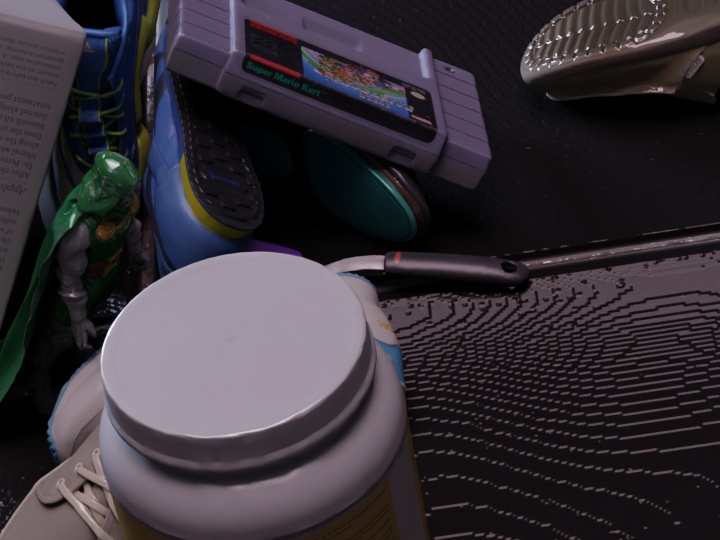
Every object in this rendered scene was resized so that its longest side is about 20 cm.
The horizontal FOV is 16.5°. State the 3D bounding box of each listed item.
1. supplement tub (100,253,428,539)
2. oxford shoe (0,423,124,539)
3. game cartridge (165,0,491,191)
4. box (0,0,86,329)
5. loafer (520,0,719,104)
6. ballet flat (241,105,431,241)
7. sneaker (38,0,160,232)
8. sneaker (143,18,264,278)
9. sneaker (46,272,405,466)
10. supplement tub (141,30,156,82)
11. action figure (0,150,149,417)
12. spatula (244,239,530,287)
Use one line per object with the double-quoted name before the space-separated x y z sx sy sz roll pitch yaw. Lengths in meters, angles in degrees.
"supplement tub" -0.043 0.108 1.178 0.144 0.201 0.146 -6 40 5
"oxford shoe" -0.127 0.113 1.275 0.075 0.058 0.200 43 83 16
"game cartridge" -0.019 -0.118 1.468 0.199 0.039 0.130 21 20 -14
"box" -0.247 -0.073 1.408 0.106 0.201 0.152 11 18 -25
"loafer" 0.195 -0.135 1.526 0.199 0.069 0.076 -12 35 25
"ballet flat" -0.021 -0.078 1.506 0.199 0.073 0.073 22 50 36
"sneaker" -0.166 -0.106 1.465 0.075 0.202 0.105 5 5 7
"sneaker" -0.103 -0.074 1.469 0.066 0.078 0.201 20 42 -27
"sneaker" -0.073 0.068 1.343 0.199 0.077 0.081 -21 49 -5
"supplement tub" -0.240 -0.170 1.590 0.199 0.146 0.145 22 50 41
"action figure" -0.150 0.002 1.343 0.054 0.200 0.118 31 53 6
"spatula" 0.000 0.000 1.445 0.198 0.021 0.057 0 40 12
